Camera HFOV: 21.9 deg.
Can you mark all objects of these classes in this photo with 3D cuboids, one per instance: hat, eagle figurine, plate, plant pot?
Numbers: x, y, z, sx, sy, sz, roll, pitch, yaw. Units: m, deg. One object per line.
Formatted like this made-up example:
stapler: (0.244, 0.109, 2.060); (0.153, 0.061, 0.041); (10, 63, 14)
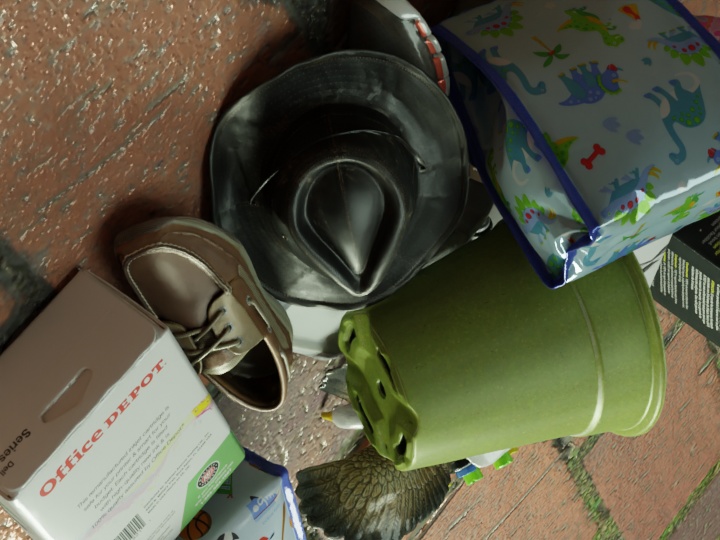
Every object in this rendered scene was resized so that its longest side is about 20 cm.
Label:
hat: (-0.007, -0.040, 1.233); (0.199, 0.081, 0.202); (-6, 124, -9)
eagle figurine: (0.032, 0.125, 1.510); (0.150, 0.152, 0.200); (-32, -178, 19)
plate: (0.000, 0.000, 1.377); (0.199, 0.032, 0.200); (-44, 157, 15)
plant pot: (0.091, 0.057, 1.362); (0.189, 0.200, 0.201); (-19, 139, -20)

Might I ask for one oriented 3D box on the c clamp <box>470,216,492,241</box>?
c clamp: (0.077, -0.066, 1.500); (0.171, 0.027, 0.201); (-39, 148, -30)

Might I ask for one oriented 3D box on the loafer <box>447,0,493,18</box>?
loafer: (0.093, -0.200, 1.355); (0.070, 0.075, 0.200); (43, 80, -31)

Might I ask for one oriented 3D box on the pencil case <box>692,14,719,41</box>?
pencil case: (0.289, -0.169, 1.545); (0.087, 0.199, 0.088); (-48, 147, -47)

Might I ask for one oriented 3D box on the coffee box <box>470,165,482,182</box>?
coffee box: (0.159, -0.161, 1.447); (0.201, 0.079, 0.115); (-57, 153, -17)

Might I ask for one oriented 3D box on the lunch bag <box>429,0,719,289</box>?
lunch bag: (0.160, -0.114, 1.288); (0.169, 0.201, 0.128); (-24, 165, -22)

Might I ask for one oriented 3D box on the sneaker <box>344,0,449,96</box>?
sneaker: (0.009, -0.113, 1.294); (0.082, 0.077, 0.201); (-36, 147, -21)

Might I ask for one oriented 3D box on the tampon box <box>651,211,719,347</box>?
tampon box: (0.327, -0.036, 1.628); (0.150, 0.200, 0.127); (-41, 149, -17)

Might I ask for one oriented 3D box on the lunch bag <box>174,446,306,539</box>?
lunch bag: (-0.127, 0.240, 1.399); (0.170, 0.123, 0.201); (-44, 142, -24)

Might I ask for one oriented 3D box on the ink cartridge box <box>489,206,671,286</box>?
ink cartridge box: (0.178, -0.028, 1.576); (0.084, 0.144, 0.201); (-20, 136, -50)

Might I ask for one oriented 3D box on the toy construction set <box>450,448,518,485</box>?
toy construction set: (0.056, 0.180, 1.674); (0.200, 0.092, 0.131); (-40, 177, -14)

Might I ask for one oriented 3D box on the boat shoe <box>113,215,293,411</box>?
boat shoe: (-0.095, 0.032, 1.237); (0.075, 0.072, 0.200); (-25, 144, 16)

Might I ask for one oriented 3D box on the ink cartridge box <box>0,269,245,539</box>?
ink cartridge box: (-0.173, 0.114, 1.227); (0.145, 0.084, 0.200); (-48, 152, -15)
